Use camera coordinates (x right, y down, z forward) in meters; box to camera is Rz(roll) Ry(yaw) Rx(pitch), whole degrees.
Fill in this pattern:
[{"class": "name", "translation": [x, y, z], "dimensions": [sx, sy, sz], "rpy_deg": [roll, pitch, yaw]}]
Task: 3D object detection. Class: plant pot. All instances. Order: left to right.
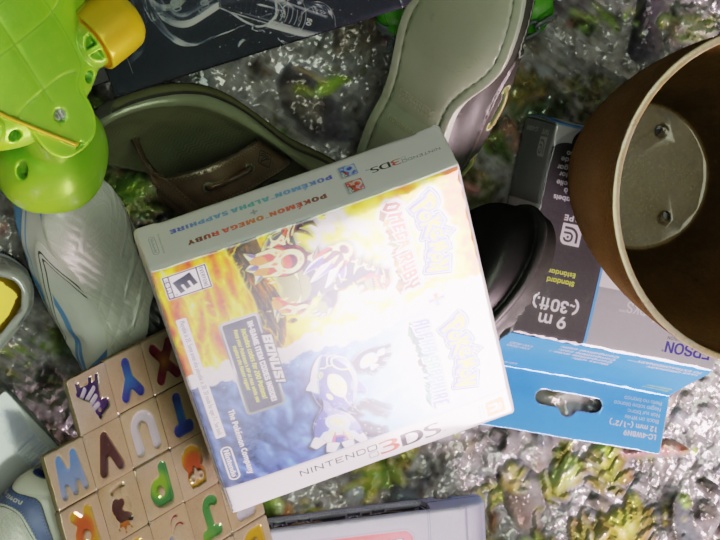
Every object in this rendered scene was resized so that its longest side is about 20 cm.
[{"class": "plant pot", "translation": [0.197, -0.048, 1.484], "dimensions": [0.186, 0.200, 0.187], "rpy_deg": [-1, 95, -16]}]

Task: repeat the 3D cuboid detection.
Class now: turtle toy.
[{"class": "turtle toy", "translation": [-0.199, -0.115, 1.395], "dimensions": [0.146, 0.101, 0.200], "rpy_deg": [-40, 116, -20]}]

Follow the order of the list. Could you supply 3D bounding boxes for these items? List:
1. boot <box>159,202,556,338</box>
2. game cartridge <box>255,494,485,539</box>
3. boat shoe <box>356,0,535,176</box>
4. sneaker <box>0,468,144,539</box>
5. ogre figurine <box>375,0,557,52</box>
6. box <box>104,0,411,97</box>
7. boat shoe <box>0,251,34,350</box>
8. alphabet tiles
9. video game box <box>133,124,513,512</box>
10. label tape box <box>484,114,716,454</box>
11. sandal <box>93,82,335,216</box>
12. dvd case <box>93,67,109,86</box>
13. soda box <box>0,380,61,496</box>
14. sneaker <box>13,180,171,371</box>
[{"class": "boot", "translation": [0.000, 0.002, 1.522], "dimensions": [0.211, 0.079, 0.158], "rpy_deg": [-39, 127, 6]}, {"class": "game cartridge", "translation": [-0.014, 0.218, 1.612], "dimensions": [0.199, 0.041, 0.134], "rpy_deg": [-6, 103, -15]}, {"class": "boat shoe", "translation": [0.058, -0.121, 1.528], "dimensions": [0.072, 0.201, 0.061], "rpy_deg": [42, 40, 17]}, {"class": "sneaker", "translation": [-0.140, 0.189, 1.506], "dimensions": [0.200, 0.075, 0.088], "rpy_deg": [35, 88, -35]}, {"class": "ogre figurine", "translation": [0.045, -0.215, 1.542], "dimensions": [0.120, 0.098, 0.200], "rpy_deg": [-31, 140, -18]}, {"class": "box", "translation": [-0.077, -0.225, 1.434], "dimensions": [0.182, 0.104, 0.201], "rpy_deg": [-16, 103, 18]}, {"class": "boat shoe", "translation": [-0.269, 0.069, 1.490], "dimensions": [0.202, 0.086, 0.075], "rpy_deg": [-39, 102, -5]}, {"class": "alphabet tiles", "translation": [-0.115, 0.142, 1.498], "dimensions": [0.166, 0.006, 0.201], "rpy_deg": [-27, 107, -51]}, {"class": "video game box", "translation": [-0.016, 0.032, 1.458], "dimensions": [0.182, 0.047, 0.200], "rpy_deg": [-21, 131, -6]}, {"class": "label tape box", "translation": [0.158, 0.014, 1.618], "dimensions": [0.143, 0.066, 0.201], "rpy_deg": [11, 93, -17]}, {"class": "sandal", "translation": [-0.078, -0.054, 1.512], "dimensions": [0.201, 0.080, 0.058], "rpy_deg": [22, 47, -32]}, {"class": "dvd case", "translation": [-0.152, -0.219, 1.520], "dimensions": [0.150, 0.025, 0.201], "rpy_deg": [-22, 102, -12]}, {"class": "soda box", "translation": [-0.266, 0.154, 1.514], "dimensions": [0.200, 0.068, 0.063], "rpy_deg": [-44, 107, -7]}, {"class": "sneaker", "translation": [-0.154, 0.022, 1.536], "dimensions": [0.072, 0.072, 0.201], "rpy_deg": [-27, 118, -19]}]
